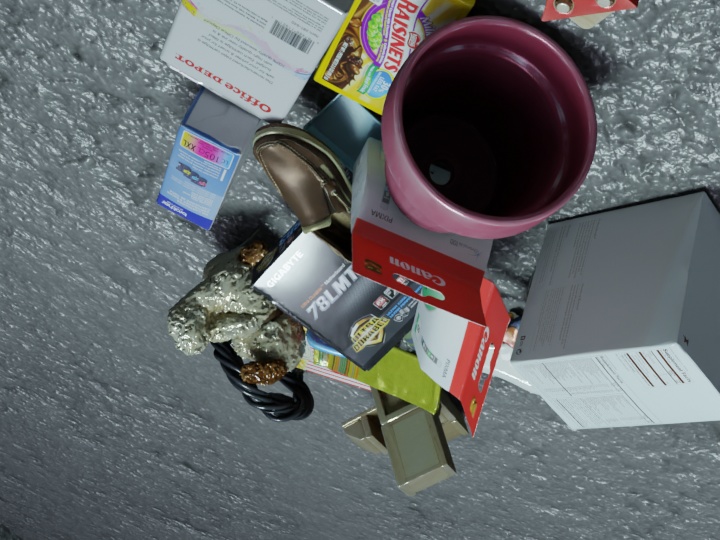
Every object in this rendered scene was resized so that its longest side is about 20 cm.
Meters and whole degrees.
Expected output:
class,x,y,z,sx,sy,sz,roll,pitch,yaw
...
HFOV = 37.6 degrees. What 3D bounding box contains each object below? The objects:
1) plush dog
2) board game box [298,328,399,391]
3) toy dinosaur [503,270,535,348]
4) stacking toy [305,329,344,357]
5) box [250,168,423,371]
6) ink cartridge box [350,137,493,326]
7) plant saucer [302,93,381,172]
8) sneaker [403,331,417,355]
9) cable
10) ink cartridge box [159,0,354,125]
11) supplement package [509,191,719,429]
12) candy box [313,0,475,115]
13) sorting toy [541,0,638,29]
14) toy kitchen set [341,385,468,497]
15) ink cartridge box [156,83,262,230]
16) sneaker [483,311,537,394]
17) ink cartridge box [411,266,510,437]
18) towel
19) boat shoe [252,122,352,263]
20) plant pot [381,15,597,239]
class,x,y,z,sx,sy,sz,roll,pitch,yaw
plush dog,-0.137,0.060,1.420,0.159,0.201,0.173,-31,106,28
board game box,-0.039,0.107,1.579,0.197,0.047,0.152,16,148,10
toy dinosaur,0.211,0.073,1.288,0.178,0.202,0.106,-3,138,-21
stacking toy,-0.009,0.014,1.386,0.108,0.117,0.202,15,137,6
box,0.000,0.000,1.304,0.198,0.050,0.200,37,112,-24
ink cartridge box,0.069,-0.045,1.121,0.158,0.201,0.048,22,124,-15
plant saucer,0.029,-0.124,1.200,0.070,0.019,0.199,-37,118,28
sneaker,0.085,0.075,1.441,0.088,0.068,0.202,11,142,21
cable,-0.160,0.160,1.638,0.199,0.164,0.051,36,113,-20
ink cartridge box,-0.097,-0.254,1.037,0.143,0.085,0.200,28,148,-10
supplement package,0.299,0.050,1.146,0.198,0.193,0.147,-11,137,43
candy box,0.030,-0.231,1.051,0.101,0.027,0.200,24,149,-9
sorting toy,0.172,-0.286,0.838,0.199,0.070,0.198,34,147,-18
toy kitchen set,0.069,0.276,1.571,0.161,0.182,0.200,-27,141,12
ink cartridge box,-0.163,-0.142,1.195,0.075,0.138,0.200,26,148,-5
sneaker,0.222,0.106,1.393,0.196,0.073,0.086,13,133,0
ink cartridge box,0.108,0.063,1.207,0.049,0.201,0.163,7,119,-10
towel,0.022,0.132,1.478,0.197,0.018,0.087,21,131,20
boat shoe,-0.045,-0.077,1.149,0.074,0.076,0.202,-20,139,30
plant pot,0.105,-0.120,1.033,0.198,0.203,0.179,26,165,-7
